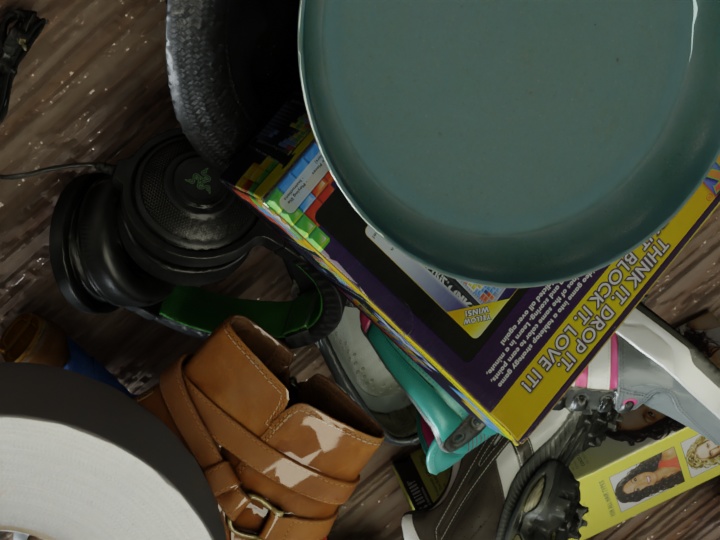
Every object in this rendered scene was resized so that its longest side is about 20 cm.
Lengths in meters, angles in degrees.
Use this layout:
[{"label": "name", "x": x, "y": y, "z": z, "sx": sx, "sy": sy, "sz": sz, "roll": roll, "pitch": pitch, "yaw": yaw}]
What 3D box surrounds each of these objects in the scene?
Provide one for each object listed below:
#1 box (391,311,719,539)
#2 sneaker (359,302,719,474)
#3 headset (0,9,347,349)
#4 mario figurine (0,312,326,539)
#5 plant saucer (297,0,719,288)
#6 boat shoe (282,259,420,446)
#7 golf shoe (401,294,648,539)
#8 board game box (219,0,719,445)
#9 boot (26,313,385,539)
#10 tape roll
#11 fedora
[{"label": "box", "x": 0.123, "y": 0.100, "z": 0.989, "sx": 0.200, "sy": 0.075, "sz": 0.050, "roll": -26, "pitch": 130, "yaw": -3}, {"label": "sneaker", "x": 0.080, "y": 0.052, "z": 0.850, "sx": 0.200, "sy": 0.084, "sz": 0.121, "roll": 35, "pitch": 96, "yaw": -5}, {"label": "headset", "x": -0.091, "y": -0.034, "z": 0.821, "sx": 0.200, "sy": 0.094, "sz": 0.123, "roll": 32, "pitch": 147, "yaw": -29}, {"label": "mario figurine", "x": -0.098, "y": 0.105, "z": 0.894, "sx": 0.200, "sy": 0.106, "sz": 0.123, "roll": 32, "pitch": 142, "yaw": -24}, {"label": "plant saucer", "x": 0.064, "y": -0.094, "z": 0.703, "sx": 0.200, "sy": 0.027, "sz": 0.201, "roll": -6, "pitch": 105, "yaw": -23}, {"label": "boat shoe", "x": 0.000, "y": 0.000, "z": 0.892, "sx": 0.075, "sy": 0.060, "sz": 0.200, "roll": -26, "pitch": 125, "yaw": -1}, {"label": "golf shoe", "x": 0.085, "y": 0.068, "z": 0.932, "sx": 0.200, "sy": 0.094, "sz": 0.078, "roll": -64, "pitch": 156, "yaw": -23}, {"label": "board game box", "x": 0.067, "y": -0.056, "z": 0.759, "sx": 0.200, "sy": 0.057, "sz": 0.165, "roll": -49, "pitch": 117, "yaw": -7}, {"label": "boot", "x": -0.037, "y": 0.127, "z": 0.845, "sx": 0.200, "sy": 0.077, "sz": 0.155, "roll": 41, "pitch": 105, "yaw": -4}, {"label": "tape roll", "x": -0.153, "y": 0.142, "z": 0.765, "sx": 0.200, "sy": 0.066, "sz": 0.201, "roll": -2, "pitch": 107, "yaw": -6}, {"label": "fedora", "x": -0.033, "y": -0.142, "z": 0.760, "sx": 0.200, "sy": 0.092, "sz": 0.201, "roll": -32, "pitch": 142, "yaw": -30}]
